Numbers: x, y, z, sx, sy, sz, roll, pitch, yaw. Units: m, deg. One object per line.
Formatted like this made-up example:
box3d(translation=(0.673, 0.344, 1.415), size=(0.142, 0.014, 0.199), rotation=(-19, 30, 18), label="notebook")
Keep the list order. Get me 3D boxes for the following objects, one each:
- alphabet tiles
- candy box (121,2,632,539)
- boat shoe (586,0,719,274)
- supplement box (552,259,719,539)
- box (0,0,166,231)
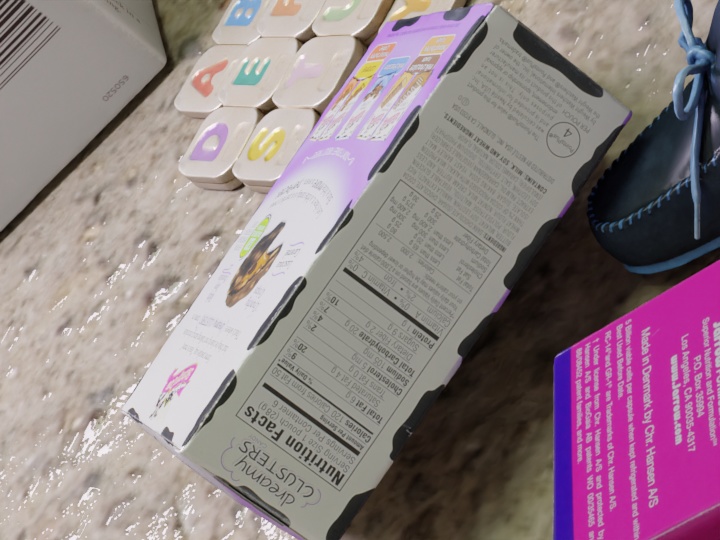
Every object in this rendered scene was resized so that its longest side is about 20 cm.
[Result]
box3d(translation=(-0.013, -0.125, 1.333), size=(0.195, 0.015, 0.201), rotation=(7, 64, 56), label="alphabet tiles")
box3d(translation=(0.000, 0.000, 1.085), size=(0.201, 0.071, 0.168), rotation=(-55, 12, -5), label="candy box")
box3d(translation=(0.151, -0.084, 1.014), size=(0.200, 0.069, 0.084), rotation=(-44, 31, 14), label="boat shoe")
box3d(translation=(0.163, 0.043, 0.835), size=(0.199, 0.101, 0.104), rotation=(-31, 36, 31), label="supplement box")
box3d(translation=(-0.242, -0.128, 1.463), size=(0.200, 0.199, 0.131), rotation=(-43, 31, 16), label="box")
